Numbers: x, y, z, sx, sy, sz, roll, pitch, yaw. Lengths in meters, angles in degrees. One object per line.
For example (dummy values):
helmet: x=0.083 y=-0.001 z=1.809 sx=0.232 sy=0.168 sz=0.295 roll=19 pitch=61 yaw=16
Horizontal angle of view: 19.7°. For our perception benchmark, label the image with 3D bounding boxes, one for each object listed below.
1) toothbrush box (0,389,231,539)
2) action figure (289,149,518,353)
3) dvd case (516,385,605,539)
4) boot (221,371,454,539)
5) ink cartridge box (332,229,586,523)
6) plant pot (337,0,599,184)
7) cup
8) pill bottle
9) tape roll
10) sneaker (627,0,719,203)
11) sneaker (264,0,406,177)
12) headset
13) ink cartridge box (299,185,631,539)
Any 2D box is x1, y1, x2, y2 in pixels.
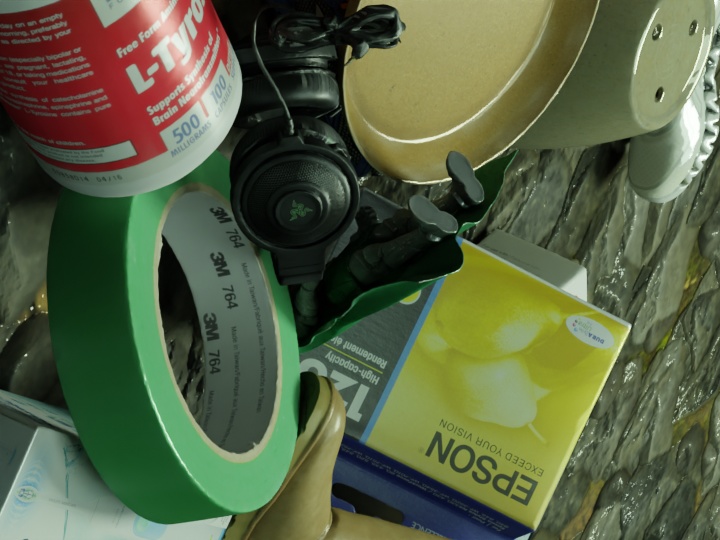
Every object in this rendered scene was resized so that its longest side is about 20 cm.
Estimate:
toothbrush box: x=-0.171 y=0.150 z=1.107 sx=0.200 sy=0.085 sz=0.147 roll=29 pitch=85 yaw=-57
action figure: x=0.000 y=0.000 z=1.177 sx=0.118 sy=0.055 sz=0.200 roll=-47 pitch=-174 yaw=-40
dvd case: x=0.099 y=0.136 z=1.407 sx=0.143 sy=0.018 sz=0.200 roll=31 pitch=84 yaw=-59
boot: x=0.012 y=0.156 z=1.236 sx=0.200 sy=0.066 sz=0.175 roll=21 pitch=122 yaw=-23
ink cartridge box: x=0.071 y=0.088 z=1.431 sx=0.200 sy=0.084 sz=0.146 roll=-39 pitch=139 yaw=-36
plant pot: x=0.058 y=-0.143 z=1.150 sx=0.200 sy=0.027 sz=0.200 roll=-29 pitch=136 yaw=-32
cup: x=0.140 y=-0.159 z=1.320 sx=0.200 sy=0.143 sz=0.201 roll=-34 pitch=135 yaw=-42
pill bottle: x=-0.134 y=-0.134 z=0.950 sx=0.112 sy=0.112 sz=0.200 roll=-53 pitch=146 yaw=-21
tape roll: x=-0.093 y=0.031 z=1.086 sx=0.200 sy=0.048 sz=0.201 roll=-11 pitch=90 yaw=-70
sneaker: x=0.230 y=-0.150 z=1.545 sx=0.081 sy=0.075 sz=0.200 roll=2 pitch=106 yaw=-43
sneaker: x=-0.005 y=-0.139 z=1.175 sx=0.075 sy=0.078 sz=0.200 roll=-40 pitch=140 yaw=-38
headset: x=-0.025 y=-0.074 z=1.067 sx=0.200 sy=0.094 sz=0.124 roll=91 pitch=-9 yaw=-63
ink cartridge box: x=0.039 y=0.079 z=1.290 sx=0.200 sy=0.197 sz=0.047 roll=-65 pitch=-169 yaw=-9
